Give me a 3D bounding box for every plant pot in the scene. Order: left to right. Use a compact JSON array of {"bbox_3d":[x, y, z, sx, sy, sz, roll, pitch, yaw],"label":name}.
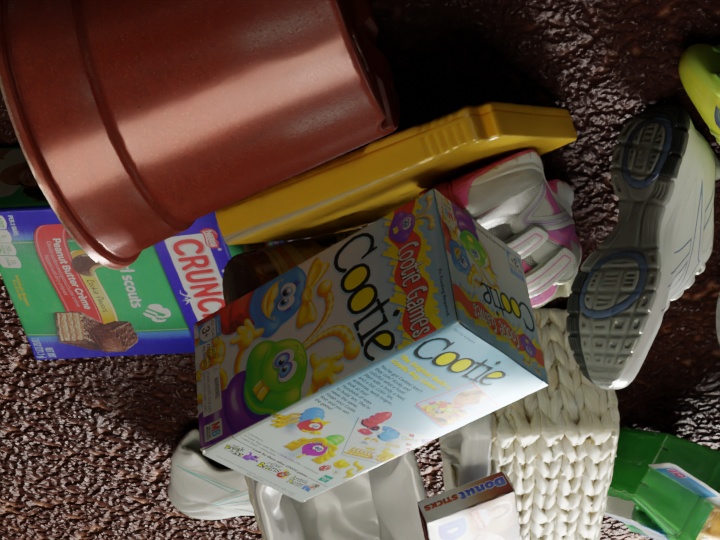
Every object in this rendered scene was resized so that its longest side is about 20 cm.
[{"bbox_3d":[-0.090,-0.125,0.937,0.195,0.201,0.201,-18,136,10],"label":"plant pot"}]

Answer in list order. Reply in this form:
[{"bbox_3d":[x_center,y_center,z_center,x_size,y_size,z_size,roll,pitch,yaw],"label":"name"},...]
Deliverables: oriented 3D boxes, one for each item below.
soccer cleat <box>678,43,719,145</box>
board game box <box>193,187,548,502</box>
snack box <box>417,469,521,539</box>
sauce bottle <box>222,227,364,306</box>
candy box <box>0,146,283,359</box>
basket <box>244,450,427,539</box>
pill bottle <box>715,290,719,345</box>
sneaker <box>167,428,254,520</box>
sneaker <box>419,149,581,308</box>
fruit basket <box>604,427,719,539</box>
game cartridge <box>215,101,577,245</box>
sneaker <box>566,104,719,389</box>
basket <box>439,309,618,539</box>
[{"bbox_3d":[0.274,-0.081,1.051,0.200,0.065,0.084,32,133,-30],"label":"soccer cleat"},{"bbox_3d":[0.002,0.052,0.984,0.200,0.103,0.105,-28,139,26],"label":"board game box"},{"bbox_3d":[0.092,0.232,1.208,0.072,0.024,0.200,-19,138,-6],"label":"snack box"},{"bbox_3d":[0.000,0.000,1.106,0.200,0.066,0.066,-15,149,-32],"label":"sauce bottle"},{"bbox_3d":[-0.160,-0.014,1.141,0.200,0.077,0.169,-4,138,5],"label":"candy box"},{"bbox_3d":[-0.017,0.214,1.295,0.135,0.123,0.200,-18,112,-10],"label":"basket"},{"bbox_3d":[0.378,0.041,1.156,0.200,0.104,0.104,13,138,-12],"label":"pill bottle"},{"bbox_3d":[-0.074,0.185,1.373,0.200,0.070,0.080,4,134,-2],"label":"sneaker"},{"bbox_3d":[0.108,-0.022,1.051,0.081,0.088,0.200,-21,163,24],"label":"sneaker"},{"bbox_3d":[0.301,0.217,1.311,0.200,0.094,0.185,39,170,-9],"label":"fruit basket"},{"bbox_3d":[0.028,-0.066,1.031,0.200,0.032,0.176,-22,174,24],"label":"game cartridge"},{"bbox_3d":[0.206,-0.010,1.054,0.087,0.200,0.074,27,170,-39],"label":"sneaker"},{"bbox_3d":[0.133,0.134,1.245,0.123,0.136,0.200,-1,139,-2],"label":"basket"}]
